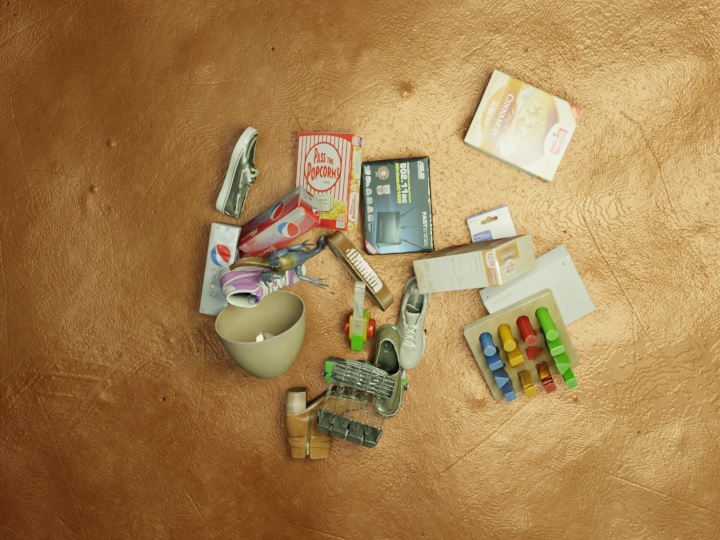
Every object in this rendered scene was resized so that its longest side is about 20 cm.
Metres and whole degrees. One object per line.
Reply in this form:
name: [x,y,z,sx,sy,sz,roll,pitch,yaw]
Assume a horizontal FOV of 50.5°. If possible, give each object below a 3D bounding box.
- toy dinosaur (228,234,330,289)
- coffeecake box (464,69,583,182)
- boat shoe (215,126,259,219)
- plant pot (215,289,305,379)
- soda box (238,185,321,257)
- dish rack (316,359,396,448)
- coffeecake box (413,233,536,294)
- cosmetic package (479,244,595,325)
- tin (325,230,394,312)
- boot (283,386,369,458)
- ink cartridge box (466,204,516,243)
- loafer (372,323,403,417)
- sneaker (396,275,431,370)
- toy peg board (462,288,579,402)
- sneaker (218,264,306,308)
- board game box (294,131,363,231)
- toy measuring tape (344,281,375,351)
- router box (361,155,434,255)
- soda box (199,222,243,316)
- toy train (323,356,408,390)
toy dinosaur: [-0.150,-0.038,1.634,0.196,0.181,0.108,21,115,14]
coffeecake box: [0.333,-0.294,1.570,0.196,0.073,0.157,25,97,7]
boat shoe: [-0.258,-0.215,1.694,0.062,0.071,0.204,24,106,8]
plant pot: [-0.206,0.153,1.662,0.194,0.202,0.138,-3,121,10]
soda box: [-0.174,-0.098,1.637,0.198,0.065,0.069,-30,133,34]
dish rack: [-0.008,0.273,1.593,0.149,0.055,0.204,16,118,1]
coffeecake box: [0.230,-0.013,1.533,0.197,0.152,0.075,-8,98,41]
cosmetic package: [0.366,0.061,1.575,0.197,0.052,0.152,-29,120,11]
tin: [0.000,0.000,1.636,0.042,0.112,0.201,-39,92,-11]
boot: [-0.075,0.343,1.696,0.194,0.077,0.160,-2,99,3]
ink cartridge box: [0.297,-0.028,1.622,0.092,0.037,0.205,-17,93,12]
loafer: [0.053,0.220,1.617,0.073,0.070,0.206,-1,101,10]
sneaker: [0.107,0.115,1.637,0.073,0.092,0.206,7,96,9]
toy peg board: [0.338,0.177,1.554,0.195,0.099,0.203,-24,118,9]
sneaker: [-0.202,0.035,1.651,0.195,0.115,0.074,-13,121,-15]
board game box: [-0.071,-0.193,1.643,0.148,0.046,0.206,7,95,34]
toy measuring tape: [0.001,0.090,1.644,0.071,0.074,0.204,9,128,9]
router box: [0.081,-0.137,1.638,0.145,0.062,0.206,-4,93,10]
soda box: [-0.308,-0.003,1.717,0.066,0.064,0.206,10,96,8]
toy train: [0.012,0.229,1.683,0.194,0.042,0.058,8,109,9]
